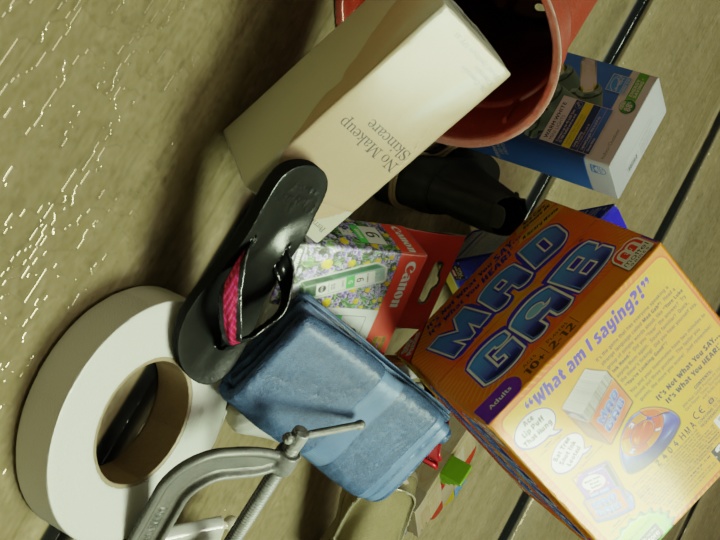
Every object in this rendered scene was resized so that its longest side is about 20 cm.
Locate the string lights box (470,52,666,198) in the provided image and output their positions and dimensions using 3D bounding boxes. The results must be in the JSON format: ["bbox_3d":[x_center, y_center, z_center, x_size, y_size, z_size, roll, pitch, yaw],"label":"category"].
[{"bbox_3d":[0.171,-0.151,1.268,0.103,0.199,0.059,-59,150,-16],"label":"string lights box"}]

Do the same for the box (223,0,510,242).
[{"bbox_3d":[0.002,-0.126,1.024,0.200,0.078,0.095,-42,131,14],"label":"box"}]

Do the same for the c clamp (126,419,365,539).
[{"bbox_3d":[-0.104,0.194,1.087,0.170,0.027,0.200,6,130,-44],"label":"c clamp"}]

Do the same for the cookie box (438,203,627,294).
[{"bbox_3d":[0.201,0.036,1.384,0.075,0.199,0.172,-40,108,-37],"label":"cookie box"}]

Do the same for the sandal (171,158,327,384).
[{"bbox_3d":[-0.079,0.010,1.004,0.075,0.045,0.201,2,126,-49],"label":"sandal"}]

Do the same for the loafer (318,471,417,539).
[{"bbox_3d":[0.007,0.264,1.332,0.076,0.068,0.201,7,134,-19],"label":"loafer"}]

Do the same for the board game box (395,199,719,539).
[{"bbox_3d":[0.193,0.092,1.167,0.200,0.200,0.200,-45,113,-5],"label":"board game box"}]

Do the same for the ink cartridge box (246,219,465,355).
[{"bbox_3d":[0.001,0.016,1.153,0.199,0.050,0.109,5,121,-32],"label":"ink cartridge box"}]

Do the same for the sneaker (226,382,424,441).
[{"bbox_3d":[-0.025,0.146,1.203,0.199,0.075,0.089,0,89,-32],"label":"sneaker"}]

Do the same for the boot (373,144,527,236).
[{"bbox_3d":[0.118,-0.070,1.297,0.200,0.138,0.078,-16,123,-55],"label":"boot"}]

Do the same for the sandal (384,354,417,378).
[{"bbox_3d":[-0.008,0.070,1.249,0.206,0.079,0.060,1,92,-54],"label":"sandal"}]

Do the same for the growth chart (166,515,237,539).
[{"bbox_3d":[-0.157,0.303,1.159,0.144,0.018,0.201,-16,113,-36],"label":"growth chart"}]

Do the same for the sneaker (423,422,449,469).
[{"bbox_3d":[0.018,0.145,1.296,0.200,0.115,0.079,-11,119,-56],"label":"sneaker"}]

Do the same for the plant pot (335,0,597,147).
[{"bbox_3d":[0.113,-0.239,1.143,0.195,0.200,0.202,-48,145,-44],"label":"plant pot"}]

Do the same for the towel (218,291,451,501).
[{"bbox_3d":[-0.019,0.111,1.129,0.112,0.049,0.200,-45,125,7],"label":"towel"}]

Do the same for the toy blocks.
[{"bbox_3d":[0.080,0.216,1.486,0.200,0.100,0.137,-54,159,-23],"label":"toy blocks"}]

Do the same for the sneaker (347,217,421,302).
[{"bbox_3d":[0.000,0.000,1.217,0.072,0.072,0.200,-63,147,-6],"label":"sneaker"}]

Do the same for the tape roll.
[{"bbox_3d":[-0.176,0.111,1.037,0.203,0.037,0.204,-37,138,-43],"label":"tape roll"}]
